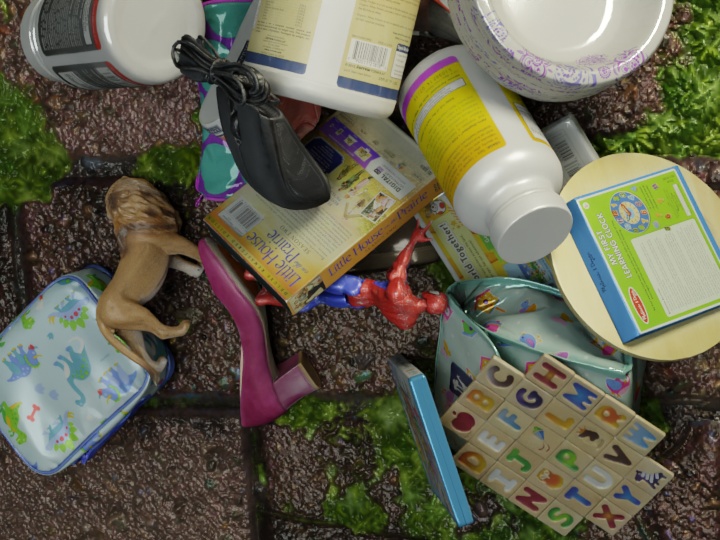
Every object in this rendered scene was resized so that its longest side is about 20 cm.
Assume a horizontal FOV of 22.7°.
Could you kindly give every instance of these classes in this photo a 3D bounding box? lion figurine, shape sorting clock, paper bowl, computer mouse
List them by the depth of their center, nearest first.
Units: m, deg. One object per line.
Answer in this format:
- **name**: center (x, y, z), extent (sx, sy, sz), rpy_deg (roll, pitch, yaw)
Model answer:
- **paper bowl**: center (0.172, -0.251, 1.610), extent (0.199, 0.104, 0.202), rpy_deg (2, 81, -17)
- **computer mouse**: center (-0.097, -0.118, 1.615), extent (0.053, 0.200, 0.138), rpy_deg (-46, 42, -12)
- **shape sorting clock**: center (0.261, -0.013, 1.630), extent (0.200, 0.200, 0.039), rpy_deg (50, 149, 4)
- **lion figurine**: center (-0.223, 0.007, 1.807), extent (0.122, 0.201, 0.072), rpy_deg (25, 152, -15)

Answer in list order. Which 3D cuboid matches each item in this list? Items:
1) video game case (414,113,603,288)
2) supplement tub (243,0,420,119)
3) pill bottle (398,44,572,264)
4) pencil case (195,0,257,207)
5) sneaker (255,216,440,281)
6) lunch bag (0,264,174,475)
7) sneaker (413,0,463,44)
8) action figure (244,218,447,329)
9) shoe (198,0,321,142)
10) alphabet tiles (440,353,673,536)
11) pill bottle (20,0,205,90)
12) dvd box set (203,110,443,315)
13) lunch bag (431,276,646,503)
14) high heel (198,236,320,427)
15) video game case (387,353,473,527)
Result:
- **video game case**: center (0.173, -0.022, 1.705), extent (0.181, 0.023, 0.201), rpy_deg (-28, 104, 21)
- **supplement tub**: center (-0.017, -0.247, 1.606), extent (0.143, 0.144, 0.202), rpy_deg (16, 96, 15)
- **pill bottle**: center (0.115, -0.103, 1.611), extent (0.104, 0.104, 0.201), rpy_deg (-43, 51, 21)
- **pencil case**: center (-0.128, -0.167, 1.769), extent (0.092, 0.085, 0.202), rpy_deg (-5, 98, 0)
- **sneaker**: center (-0.018, -0.032, 1.775), extent (0.198, 0.070, 0.076), rpy_deg (-7, 86, 13)
- **lunch bag**: center (-0.304, 0.108, 1.885), extent (0.200, 0.082, 0.161), rpy_deg (-43, 84, 21)
- **sneaker**: center (0.046, -0.250, 1.704), extent (0.200, 0.077, 0.082), rpy_deg (36, 113, 21)
- **action figure**: center (0.000, 0.000, 1.701), extent (0.199, 0.099, 0.065), rpy_deg (11, 144, 26)
- **shoe**: center (-0.071, -0.200, 1.713), extent (0.071, 0.091, 0.201), rpy_deg (15, 75, 54)
- **alphabet tiles**: center (0.178, 0.162, 1.638), extent (0.199, 0.006, 0.167), rpy_deg (33, 128, -6)
- **pill bottle**: center (-0.246, -0.235, 1.740), extent (0.199, 0.115, 0.117), rpy_deg (5, 105, 54)
- **dvd box set**: center (-0.032, -0.065, 1.699), extent (0.200, 0.029, 0.146), rpy_deg (-40, 52, -11)
- **lunch bag**: center (0.161, 0.107, 1.684), extent (0.199, 0.122, 0.171), rpy_deg (15, 129, 16)
- **high heel**: center (-0.130, 0.065, 1.814), extent (0.096, 0.067, 0.201), rpy_deg (-30, 111, 12)
- **video game case**: center (0.065, 0.158, 1.710), extent (0.018, 0.200, 0.144), rpy_deg (-18, 94, -4)
